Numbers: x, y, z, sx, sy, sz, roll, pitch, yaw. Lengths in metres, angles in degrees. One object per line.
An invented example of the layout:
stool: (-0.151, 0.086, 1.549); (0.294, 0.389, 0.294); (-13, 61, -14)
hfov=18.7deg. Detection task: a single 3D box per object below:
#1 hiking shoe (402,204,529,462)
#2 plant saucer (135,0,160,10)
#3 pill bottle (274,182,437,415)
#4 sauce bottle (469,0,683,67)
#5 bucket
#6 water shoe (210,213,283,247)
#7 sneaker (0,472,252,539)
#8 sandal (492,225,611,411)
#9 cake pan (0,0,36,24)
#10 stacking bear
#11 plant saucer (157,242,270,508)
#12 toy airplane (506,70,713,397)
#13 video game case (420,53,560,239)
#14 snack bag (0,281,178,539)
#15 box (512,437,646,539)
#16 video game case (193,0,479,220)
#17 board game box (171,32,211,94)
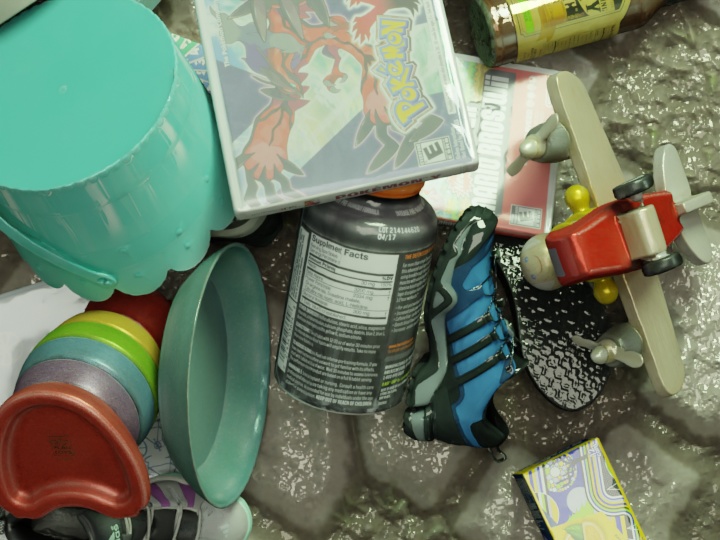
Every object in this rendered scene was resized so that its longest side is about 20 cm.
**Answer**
hiking shoe: (0.092, 0.045, 1.693); (0.086, 0.074, 0.201); (13, 114, 8)
plant saucer: (-0.231, -0.184, 1.733); (0.070, 0.019, 0.200); (42, 92, 17)
pill bottle: (0.000, 0.000, 1.664); (0.106, 0.106, 0.201); (10, 112, -1)
sauce bottle: (0.187, -0.216, 1.745); (0.199, 0.065, 0.065); (-18, 86, -12)
bucket: (-0.198, -0.096, 1.622); (0.206, 0.135, 0.208); (-9, 56, 13)
water shoe: (-0.157, -0.052, 1.718); (0.199, 0.079, 0.072); (14, 77, 25)
sneaker: (-0.178, 0.200, 1.645); (0.199, 0.140, 0.078); (2, 97, -7)
sandal: (0.145, 0.019, 1.740); (0.075, 0.048, 0.201); (-19, 73, -6)
cake pan: (-0.264, -0.220, 1.668); (0.200, 0.200, 0.037); (-34, 103, -4)
stacking bear: (-0.193, 0.081, 1.634); (0.121, 0.200, 0.114); (-2, 120, 16)
plant saucer: (-0.113, 0.078, 1.651); (0.036, 0.200, 0.201); (3, 85, 14)
toy airplane: (0.190, -0.027, 1.677); (0.141, 0.199, 0.201); (-20, 47, 23)
video game case: (0.060, -0.107, 1.734); (0.199, 0.017, 0.144); (9, 72, -5)
snack bag: (-0.239, 0.101, 1.725); (0.188, 0.021, 0.201); (-18, 86, -3)
box: (0.195, 0.235, 1.710); (0.070, 0.064, 0.201); (-25, 87, -4)
video game case: (-0.021, -0.150, 1.606); (0.181, 0.023, 0.201); (-12, 74, 0)
board game box: (-0.128, -0.130, 1.748); (0.199, 0.030, 0.096); (21, 84, -3)
